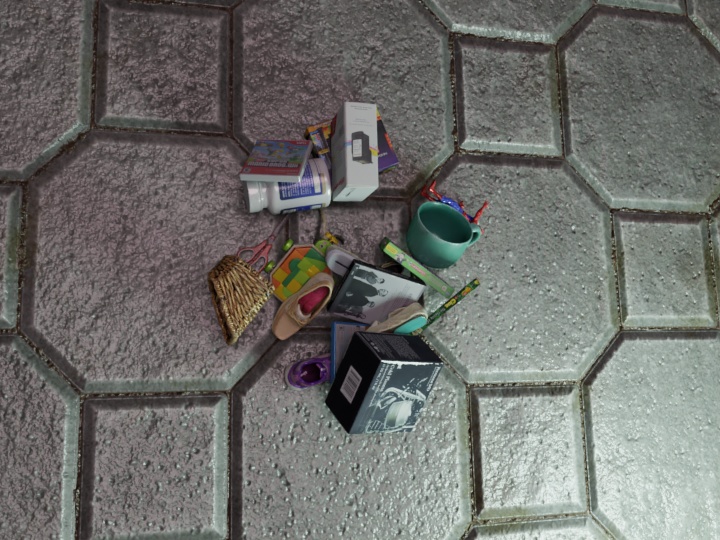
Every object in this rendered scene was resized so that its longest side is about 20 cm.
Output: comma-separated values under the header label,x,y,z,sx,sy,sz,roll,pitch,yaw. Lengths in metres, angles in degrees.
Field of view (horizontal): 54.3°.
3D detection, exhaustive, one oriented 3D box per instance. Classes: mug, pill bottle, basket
label,x,y,z,sx,sy,sz,roll,pitch,yaw
mug,0.204,-0.073,1.764,0.182,0.115,0.153,24,40,-5
pill bottle,-0.179,-0.200,1.696,0.196,0.120,0.122,-10,83,-15
basket,-0.297,0.064,1.579,0.142,0.200,0.150,39,74,-6

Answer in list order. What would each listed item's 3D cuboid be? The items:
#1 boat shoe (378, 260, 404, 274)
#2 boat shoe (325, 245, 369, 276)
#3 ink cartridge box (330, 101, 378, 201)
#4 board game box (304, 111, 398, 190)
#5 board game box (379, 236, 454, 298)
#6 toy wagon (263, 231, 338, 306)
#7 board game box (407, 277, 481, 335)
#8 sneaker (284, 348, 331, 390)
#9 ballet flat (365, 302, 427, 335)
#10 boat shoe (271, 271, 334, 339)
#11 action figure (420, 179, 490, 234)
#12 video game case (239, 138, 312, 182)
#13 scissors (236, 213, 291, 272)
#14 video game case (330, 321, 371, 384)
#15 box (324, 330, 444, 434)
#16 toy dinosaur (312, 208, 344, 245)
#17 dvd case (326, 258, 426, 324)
label,x,y,z,sx,sy,sz,roll,pitch,yaw
boat shoe,0.022,0.039,1.741,0.200,0.060,0.073,-33,91,-17
boat shoe,0.000,0.000,1.671,0.199,0.062,0.072,36,111,-26
ink cartridge box,-0.017,-0.279,1.682,0.081,0.146,0.204,1,82,-16
board game box,-0.023,-0.311,1.789,0.197,0.057,0.168,-23,86,-17
board game box,0.138,-0.009,1.741,0.199,0.135,0.029,36,94,-7
toy wagon,-0.129,-0.006,1.686,0.155,0.040,0.201,40,97,-13
board game box,0.204,0.092,1.705,0.200,0.105,0.024,-42,85,21
sneaker,-0.080,0.230,1.669,0.197,0.088,0.082,-18,84,-18
ballet flat,0.066,0.138,1.670,0.197,0.068,0.063,-25,48,-3
boat shoe,-0.138,0.090,1.651,0.073,0.069,0.201,37,102,-17
action figure,0.258,-0.176,1.830,0.199,0.065,0.100,40,65,-16
video game case,-0.196,-0.263,1.665,0.140,0.201,0.018,2,124,5
scissors,-0.218,-0.067,1.722,0.199,0.014,0.073,-41,90,-18
video game case,0.012,0.203,1.693,0.197,0.018,0.146,8,77,-38
box,0.053,0.257,1.608,0.194,0.124,0.203,7,115,-39
toy dinosaur,-0.084,-0.060,1.739,0.086,0.047,0.204,11,75,-6
dvd case,0.038,0.063,1.666,0.197,0.025,0.152,17,119,-25
